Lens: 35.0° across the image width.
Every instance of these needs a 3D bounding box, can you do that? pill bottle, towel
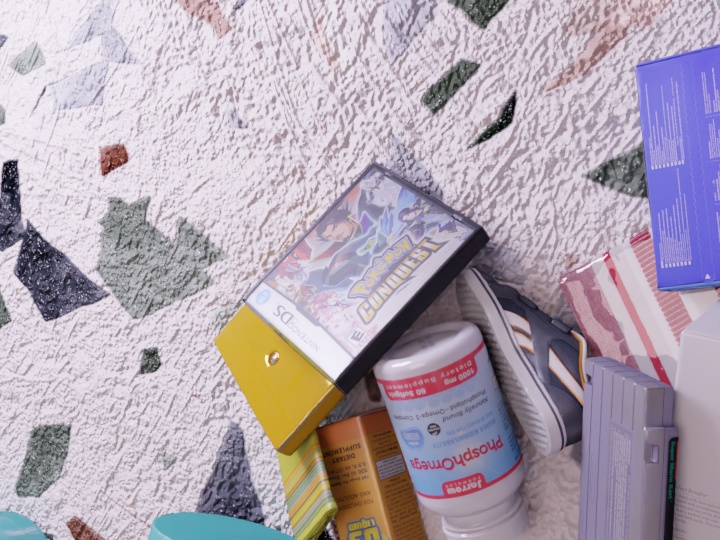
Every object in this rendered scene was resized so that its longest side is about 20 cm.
[{"bbox_3d":[0.091,0.158,1.077,0.108,0.109,0.202,-14,101,29],"label":"pill bottle"},{"bbox_3d":[0.292,0.026,1.026,0.199,0.023,0.145,-30,74,26],"label":"towel"},{"bbox_3d":[-0.062,0.177,1.178,0.086,0.018,0.201,-55,40,42],"label":"towel"}]

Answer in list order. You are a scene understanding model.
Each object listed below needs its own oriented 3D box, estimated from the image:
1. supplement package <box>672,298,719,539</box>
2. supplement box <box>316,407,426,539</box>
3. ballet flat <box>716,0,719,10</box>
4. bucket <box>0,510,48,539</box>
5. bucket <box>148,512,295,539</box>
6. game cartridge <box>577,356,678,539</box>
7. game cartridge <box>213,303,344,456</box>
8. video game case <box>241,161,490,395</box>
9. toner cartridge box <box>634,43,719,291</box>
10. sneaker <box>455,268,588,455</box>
[{"bbox_3d":[0.323,0.141,0.933,0.120,0.119,0.202,13,108,29],"label":"supplement package"},{"bbox_3d":[0.016,0.247,1.164,0.066,0.069,0.202,-21,82,30],"label":"supplement box"},{"bbox_3d":[0.323,-0.274,0.973,0.069,0.071,0.202,-20,81,30],"label":"ballet flat"},{"bbox_3d":[-0.483,0.398,1.418,0.206,0.134,0.209,0,90,29],"label":"bucket"},{"bbox_3d":[-0.142,0.341,1.177,0.206,0.207,0.136,14,90,29],"label":"bucket"},{"bbox_3d":[0.220,0.183,0.952,0.130,0.038,0.202,-156,66,-73],"label":"game cartridge"},{"bbox_3d":[-0.049,0.060,1.172,0.200,0.032,0.177,-46,47,10],"label":"game cartridge"},{"bbox_3d":[0.000,0.000,1.108,0.200,0.026,0.180,-47,42,-7],"label":"video game case"},{"bbox_3d":[0.297,-0.087,0.986,0.094,0.043,0.202,-8,83,38],"label":"toner cartridge box"},{"bbox_3d":[0.161,0.075,1.075,0.079,0.079,0.201,-20,60,-14],"label":"sneaker"}]
